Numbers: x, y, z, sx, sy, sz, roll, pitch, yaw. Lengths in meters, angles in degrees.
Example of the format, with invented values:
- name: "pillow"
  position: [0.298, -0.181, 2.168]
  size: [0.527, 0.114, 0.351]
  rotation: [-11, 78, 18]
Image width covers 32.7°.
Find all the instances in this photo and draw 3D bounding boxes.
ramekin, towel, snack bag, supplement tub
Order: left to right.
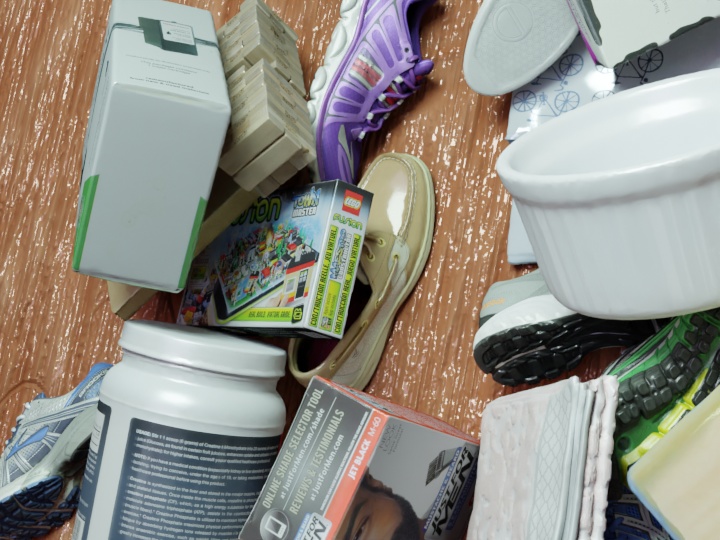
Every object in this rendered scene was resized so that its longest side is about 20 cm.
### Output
- name: "supplement tub"
  position: [-0.132, 0.146, 0.904]
  size: [0.140, 0.140, 0.201]
  rotation: [12, 91, 30]
- name: "towel"
  position: [0.098, 0.169, 0.736]
  size: [0.032, 0.191, 0.201]
  rotation: [11, 75, -8]
- name: "snack bag"
  position: [0.192, -0.096, 0.884]
  size: [0.188, 0.021, 0.201]
  rotation: [2, 77, 28]
- name: "ramekin"
  position: [0.191, -0.049, 0.753]
  size: [0.199, 0.200, 0.098]
  rotation: [-10, 108, 25]

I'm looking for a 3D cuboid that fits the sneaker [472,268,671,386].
- name: "sneaker"
  position: [0.172, 0.015, 0.836]
  size: [0.199, 0.074, 0.080]
  rotation: [-13, 42, 17]

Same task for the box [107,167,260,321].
- name: "box"
  position: [-0.136, -0.070, 1.007]
  size: [0.200, 0.021, 0.164]
  rotation: [-41, 32, 11]

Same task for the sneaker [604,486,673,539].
- name: "sneaker"
  position: [0.172, 0.179, 0.785]
  size: [0.076, 0.077, 0.201]
  rotation: [-35, 60, 17]

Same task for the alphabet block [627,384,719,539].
- name: "alphabet block"
  position: [0.298, 0.127, 0.668]
  size: [0.200, 0.195, 0.197]
  rotation: [-45, 63, 9]

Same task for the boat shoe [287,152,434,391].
- name: "boat shoe"
  position: [0.000, 0.000, 0.932]
  size: [0.074, 0.066, 0.201]
  rotation: [13, 82, 30]

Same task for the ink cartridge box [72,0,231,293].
- name: "ink cartridge box"
  position: [-0.155, -0.100, 0.897]
  size: [0.200, 0.083, 0.147]
  rotation: [-108, 32, -60]

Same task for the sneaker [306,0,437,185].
- name: "sneaker"
  position: [0.011, -0.147, 0.966]
  size: [0.083, 0.081, 0.201]
  rotation: [18, 90, 13]

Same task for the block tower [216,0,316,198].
- name: "block tower"
  position: [-0.077, -0.134, 0.931]
  size: [0.058, 0.054, 0.200]
  rotation: [-35, 34, 19]

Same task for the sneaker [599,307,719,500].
- name: "sneaker"
  position: [0.202, 0.057, 0.773]
  size: [0.200, 0.085, 0.078]
  rotation: [-36, 98, -4]

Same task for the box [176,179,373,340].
- name: "box"
  position: [-0.070, -0.005, 0.939]
  size: [0.200, 0.035, 0.111]
  rotation: [-4, 71, 55]

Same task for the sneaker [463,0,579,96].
- name: "sneaker"
  position: [0.136, -0.225, 0.918]
  size: [0.070, 0.099, 0.201]
  rotation: [27, 103, -12]

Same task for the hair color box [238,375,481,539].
- name: "hair color box"
  position: [0.014, 0.146, 0.806]
  size: [0.064, 0.200, 0.111]
  rotation: [24, 88, 31]

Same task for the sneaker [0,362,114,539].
- name: "sneaker"
  position: [-0.263, 0.154, 1.034]
  size: [0.200, 0.077, 0.085]
  rotation: [-37, 52, 6]

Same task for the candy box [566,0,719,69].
- name: "candy box"
  position: [0.226, -0.241, 0.827]
  size: [0.199, 0.061, 0.137]
  rotation: [-25, 101, 6]
